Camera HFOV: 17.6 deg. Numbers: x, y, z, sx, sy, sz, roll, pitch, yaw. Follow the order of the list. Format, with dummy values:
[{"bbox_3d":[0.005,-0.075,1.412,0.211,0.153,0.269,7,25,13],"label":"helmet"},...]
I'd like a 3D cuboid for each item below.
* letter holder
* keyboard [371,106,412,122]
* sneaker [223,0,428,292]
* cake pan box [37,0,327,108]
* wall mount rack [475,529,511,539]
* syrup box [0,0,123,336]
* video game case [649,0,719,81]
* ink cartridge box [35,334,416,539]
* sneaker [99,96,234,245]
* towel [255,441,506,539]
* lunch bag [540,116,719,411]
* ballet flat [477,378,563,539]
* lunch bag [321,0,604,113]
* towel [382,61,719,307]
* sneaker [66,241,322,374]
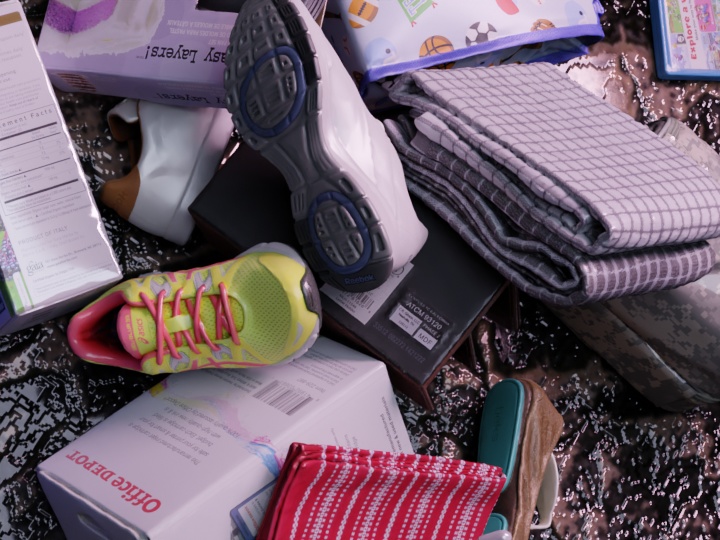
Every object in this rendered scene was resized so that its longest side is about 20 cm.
[{"bbox_3d":[0.000,0.000,1.563,0.200,0.142,0.101,37,80,15],"label":"letter holder"},{"bbox_3d":[0.003,-0.154,1.680,0.126,0.021,0.201,-24,88,-23],"label":"keyboard"},{"bbox_3d":[-0.022,-0.084,1.462,0.087,0.074,0.201,-18,86,-59],"label":"sneaker"},{"bbox_3d":[-0.106,-0.203,1.553,0.199,0.052,0.186,9,79,24],"label":"cake pan box"},{"bbox_3d":[0.048,0.238,1.489,0.174,0.074,0.200,-52,140,0],"label":"wall mount rack"},{"bbox_3d":[-0.234,-0.068,1.533,0.081,0.079,0.201,-20,86,-24],"label":"syrup box"},{"bbox_3d":[0.316,-0.217,1.818,0.198,0.018,0.144,0,79,-22],"label":"video game case"},{"bbox_3d":[-0.087,0.126,1.502,0.199,0.145,0.088,-33,121,-26],"label":"ink cartridge box"},{"bbox_3d":[-0.122,-0.122,1.593,0.084,0.073,0.201,22,66,-6],"label":"sneaker"},{"bbox_3d":[0.004,0.184,1.490,0.199,0.022,0.146,10,105,-45],"label":"towel"},{"bbox_3d":[0.232,-0.008,1.654,0.200,0.168,0.140,44,67,-7],"label":"lunch bag"},{"bbox_3d":[0.103,0.176,1.627,0.072,0.068,0.201,31,63,-33],"label":"ballet flat"},{"bbox_3d":[0.059,-0.213,1.638,0.199,0.124,0.171,-17,82,-16],"label":"lunch bag"},{"bbox_3d":[0.122,-0.054,1.512,0.200,0.086,0.165,37,28,31],"label":"towel"},{"bbox_3d":[-0.108,0.034,1.481,0.090,0.199,0.079,-15,91,-48],"label":"sneaker"}]
